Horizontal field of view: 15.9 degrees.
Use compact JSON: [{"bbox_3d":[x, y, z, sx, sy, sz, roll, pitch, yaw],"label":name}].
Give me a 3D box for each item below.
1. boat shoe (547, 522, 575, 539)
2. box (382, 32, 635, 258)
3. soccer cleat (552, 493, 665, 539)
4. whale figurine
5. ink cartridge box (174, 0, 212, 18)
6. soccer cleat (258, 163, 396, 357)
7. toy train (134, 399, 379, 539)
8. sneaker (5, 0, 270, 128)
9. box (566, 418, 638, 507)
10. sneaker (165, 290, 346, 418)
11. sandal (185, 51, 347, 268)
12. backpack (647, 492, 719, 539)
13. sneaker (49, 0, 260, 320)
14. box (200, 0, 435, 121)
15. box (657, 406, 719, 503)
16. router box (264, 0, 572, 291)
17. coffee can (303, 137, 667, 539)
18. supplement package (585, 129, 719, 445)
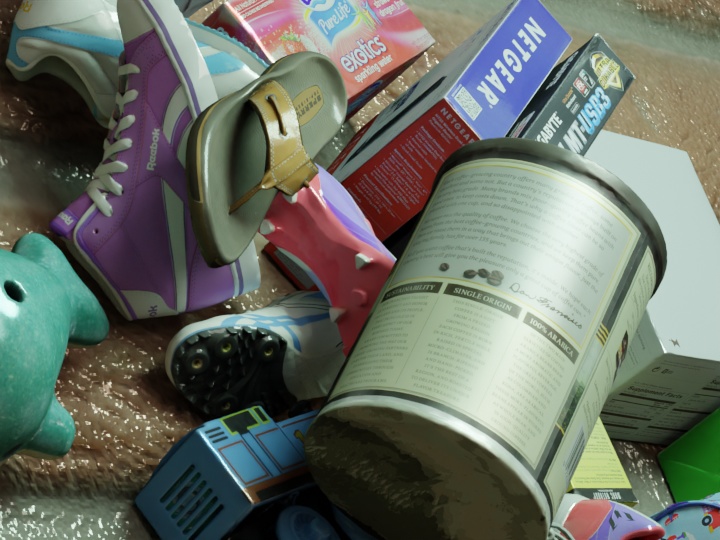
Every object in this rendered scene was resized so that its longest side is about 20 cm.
[{"bbox_3d":[0.092,0.177,1.496,0.075,0.062,0.201,17,44,-38],"label":"boat shoe"},{"bbox_3d":[0.079,-0.054,1.729,0.050,0.198,0.200,46,33,-6],"label":"box"},{"bbox_3d":[0.130,0.237,1.547,0.068,0.073,0.202,23,77,-54],"label":"soccer cleat"},{"bbox_3d":[-0.197,0.027,1.393,0.160,0.104,0.200,53,32,4],"label":"whale figurine"},{"bbox_3d":[-0.167,-0.259,1.674,0.076,0.136,0.200,-37,87,-19],"label":"ink cartridge box"},{"bbox_3d":[0.000,0.000,1.586,0.200,0.067,0.076,48,27,18],"label":"soccer cleat"},{"bbox_3d":[-0.036,0.133,1.511,0.115,0.087,0.199,53,32,14],"label":"toy train"},{"bbox_3d":[-0.124,-0.118,1.616,0.199,0.081,0.077,25,-9,-2],"label":"sneaker"},{"bbox_3d":[0.117,0.084,1.780,0.075,0.050,0.201,4,56,-50],"label":"box"},{"bbox_3d":[-0.052,0.047,1.601,0.199,0.072,0.072,-2,33,-48],"label":"sneaker"},{"bbox_3d":[-0.046,-0.072,1.519,0.200,0.054,0.082,-45,123,-53],"label":"sandal"},{"bbox_3d":[0.212,0.229,1.611,0.134,0.200,0.184,13,49,-47],"label":"backpack"},{"bbox_3d":[-0.138,-0.069,1.536,0.113,0.073,0.202,-16,92,-13],"label":"sneaker"},{"bbox_3d":[-0.046,-0.143,1.759,0.103,0.095,0.200,51,32,1],"label":"box"},{"bbox_3d":[0.335,0.205,1.891,0.176,0.097,0.201,11,49,-43],"label":"box"},{"bbox_3d":[0.041,-0.087,1.734,0.049,0.179,0.200,47,32,-7],"label":"router box"},{"bbox_3d":[0.072,0.047,1.453,0.146,0.146,0.201,40,55,-17],"label":"coffee can"},{"bbox_3d":[0.195,0.011,1.893,0.155,0.111,0.201,10,51,-46],"label":"supplement package"}]
